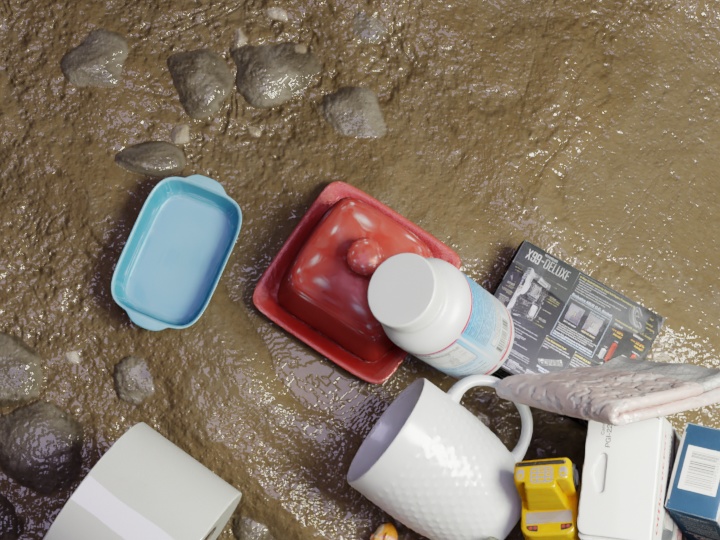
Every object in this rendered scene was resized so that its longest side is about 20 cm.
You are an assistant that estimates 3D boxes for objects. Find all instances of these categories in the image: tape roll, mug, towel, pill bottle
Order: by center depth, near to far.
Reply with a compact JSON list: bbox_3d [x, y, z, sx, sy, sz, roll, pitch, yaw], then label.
[{"bbox_3d":[-0.242,0.285,1.461,0.139,0.203,0.203,34,76,4],"label":"tape roll"},{"bbox_3d":[0.279,0.127,1.465,0.190,0.200,0.032,-8,96,-30],"label":"towel"},{"bbox_3d":[0.088,0.050,1.505,0.108,0.200,0.109,-10,67,25],"label":"pill bottle"},{"bbox_3d":[0.112,0.211,1.528,0.175,0.148,0.200,37,87,-6],"label":"mug"}]

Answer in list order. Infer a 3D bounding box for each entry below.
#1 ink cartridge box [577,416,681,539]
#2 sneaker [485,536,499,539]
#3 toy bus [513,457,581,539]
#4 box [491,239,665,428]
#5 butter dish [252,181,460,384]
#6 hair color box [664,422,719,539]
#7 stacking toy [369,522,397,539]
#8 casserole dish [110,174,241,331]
[{"bbox_3d":[0.308,0.244,1.504,0.084,0.200,0.146,2,74,24],"label":"ink cartridge box"},{"bbox_3d":[0.172,0.386,1.489,0.106,0.075,0.200,-45,120,-10],"label":"sneaker"},{"bbox_3d":[0.222,0.287,1.494,0.065,0.200,0.079,-6,49,19],"label":"toy bus"},{"bbox_3d":[0.243,0.080,1.626,0.200,0.050,0.158,29,75,3],"label":"box"},{"bbox_3d":[0.000,0.000,1.580,0.200,0.148,0.200,33,76,4],"label":"butter dish"},{"bbox_3d":[0.395,0.249,1.515,0.060,0.200,0.100,12,73,26],"label":"hair color box"},{"bbox_3d":[0.001,0.376,1.516,0.109,0.116,0.201,21,64,-1],"label":"stacking toy"},{"bbox_3d":[-0.221,-0.019,1.625,0.121,0.039,0.201,22,76,1],"label":"casserole dish"}]
